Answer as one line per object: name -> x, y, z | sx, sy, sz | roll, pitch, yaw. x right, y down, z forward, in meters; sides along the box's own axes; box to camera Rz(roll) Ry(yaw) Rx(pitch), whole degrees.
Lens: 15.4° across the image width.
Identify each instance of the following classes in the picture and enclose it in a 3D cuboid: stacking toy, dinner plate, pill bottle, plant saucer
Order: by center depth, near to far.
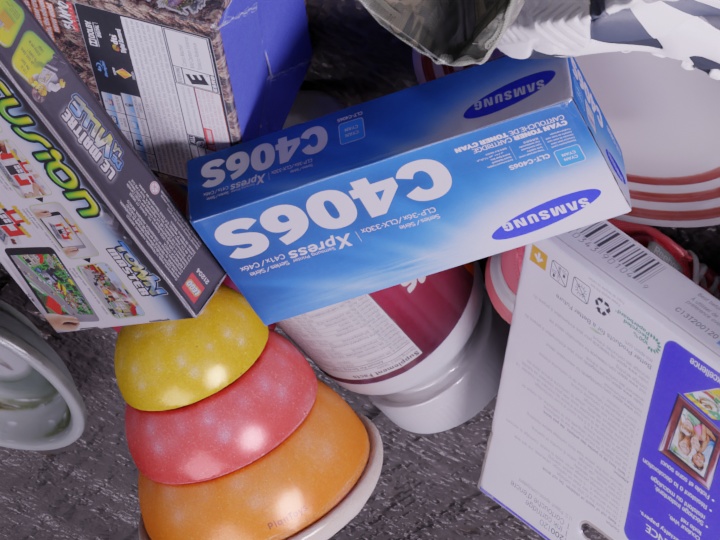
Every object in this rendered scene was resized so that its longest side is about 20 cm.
dinner plate -> 0.122, -0.087, 1.320 | 0.200, 0.024, 0.200 | 17, 153, 9
stacking toy -> -0.084, 0.054, 1.448 | 0.146, 0.146, 0.200 | 0, 124, 37
pill bottle -> 0.000, 0.000, 1.474 | 0.109, 0.110, 0.200 | -2, 145, 38
plant saucer -> -0.275, 0.054, 1.843 | 0.200, 0.050, 0.200 | 17, 153, 9

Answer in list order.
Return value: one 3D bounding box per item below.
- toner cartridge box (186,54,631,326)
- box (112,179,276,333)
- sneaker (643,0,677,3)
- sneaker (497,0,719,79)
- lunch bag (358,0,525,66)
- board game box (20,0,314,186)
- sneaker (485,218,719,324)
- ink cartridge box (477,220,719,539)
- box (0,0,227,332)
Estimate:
toner cartridge box -> 0.024, -0.042, 1.315 | 0.200, 0.043, 0.095 | -18, 141, 15
box -> -0.128, -0.043, 1.500 | 0.095, 0.100, 0.200 | -7, 141, 39
sneaker -> 0.104, -0.159, 1.119 | 0.200, 0.100, 0.075 | -5, 143, 44
sneaker -> 0.162, -0.105, 1.185 | 0.199, 0.080, 0.130 | -19, 129, 31
lunch bag -> 0.041, -0.198, 0.998 | 0.117, 0.164, 0.200 | 2, 140, 34
board game box -> -0.138, -0.137, 1.338 | 0.200, 0.097, 0.160 | 16, 152, 13
sneaker -> 0.164, 0.021, 1.431 | 0.200, 0.074, 0.087 | 20, 152, 3
ink cartridge box -> 0.155, 0.091, 1.387 | 0.198, 0.043, 0.200 | 37, 139, 28
box -> -0.164, -0.054, 1.319 | 0.110, 0.035, 0.200 | -6, 130, 43
